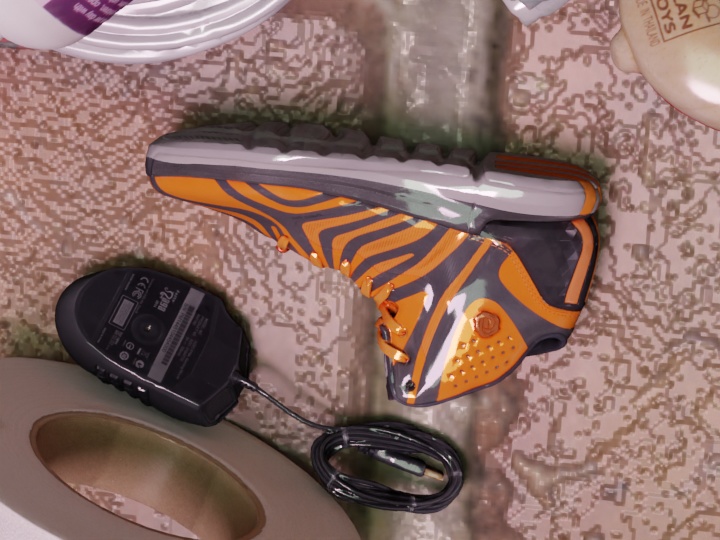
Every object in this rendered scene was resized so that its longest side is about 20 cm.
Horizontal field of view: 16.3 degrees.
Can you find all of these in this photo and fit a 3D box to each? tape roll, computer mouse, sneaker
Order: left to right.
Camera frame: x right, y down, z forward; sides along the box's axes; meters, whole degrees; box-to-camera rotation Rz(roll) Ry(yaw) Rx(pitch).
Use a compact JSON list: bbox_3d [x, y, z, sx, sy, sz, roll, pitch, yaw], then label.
[{"bbox_3d":[-0.097,0.100,1.062,0.203,0.203,0.037,24,107,4],"label":"tape roll"},{"bbox_3d":[-0.047,0.059,1.130,0.200,0.059,0.034,29,150,-1],"label":"computer mouse"},{"bbox_3d":[0.000,0.000,1.084,0.200,0.078,0.112,9,104,8],"label":"sneaker"}]

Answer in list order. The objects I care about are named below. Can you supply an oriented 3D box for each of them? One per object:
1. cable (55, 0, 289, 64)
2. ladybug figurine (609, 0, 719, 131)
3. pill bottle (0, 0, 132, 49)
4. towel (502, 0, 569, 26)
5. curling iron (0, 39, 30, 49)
[{"bbox_3d":[-0.097,-0.187,1.055,0.200,0.069,0.200,-26,93,9],"label":"cable"},{"bbox_3d":[0.194,-0.112,1.006,0.200,0.072,0.136,-14,75,-4],"label":"ladybug figurine"},{"bbox_3d":[-0.112,-0.157,0.968,0.200,0.112,0.112,-37,94,9],"label":"pill bottle"},{"bbox_3d":[0.092,-0.216,0.959,0.200,0.048,0.171,-37,76,16],"label":"towel"},{"bbox_3d":[-0.144,-0.119,1.109,0.200,0.026,0.050,1,105,10],"label":"curling iron"}]
